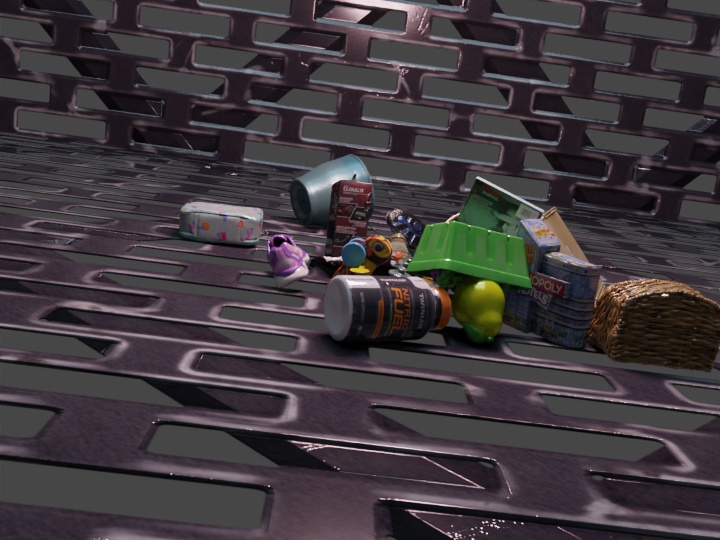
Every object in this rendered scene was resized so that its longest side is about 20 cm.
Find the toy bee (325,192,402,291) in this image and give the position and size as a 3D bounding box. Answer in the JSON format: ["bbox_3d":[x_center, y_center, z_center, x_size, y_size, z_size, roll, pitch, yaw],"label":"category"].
[{"bbox_3d":[0.017,-0.024,1.540,0.108,0.201,0.131,27,36,5],"label":"toy bee"}]

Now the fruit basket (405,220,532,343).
[{"bbox_3d":[0.195,0.028,1.434,0.214,0.218,0.155,1,-2,-28],"label":"fruit basket"}]

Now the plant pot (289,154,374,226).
[{"bbox_3d":[-0.090,-0.211,2.308,0.187,0.202,0.200,-17,23,-28],"label":"plant pot"}]

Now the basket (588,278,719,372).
[{"bbox_3d":[0.516,0.082,1.441,0.198,0.144,0.149,7,13,-6],"label":"basket"}]

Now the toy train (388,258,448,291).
[{"bbox_3d":[0.107,0.036,1.551,0.113,0.086,0.200,19,14,8],"label":"toy train"}]

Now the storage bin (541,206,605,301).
[{"bbox_3d":[0.391,-0.012,1.634,0.093,0.201,0.198,-33,-3,23],"label":"storage bin"}]

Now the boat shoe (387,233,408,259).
[{"bbox_3d":[0.076,-0.041,1.831,0.073,0.064,0.201,6,-3,1],"label":"boat shoe"}]

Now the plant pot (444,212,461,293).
[{"bbox_3d":[0.244,-0.017,1.731,0.199,0.202,0.093,6,-24,-8],"label":"plant pot"}]

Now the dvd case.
[{"bbox_3d":[0.244,-0.058,1.567,0.145,0.201,0.022,29,23,14],"label":"dvd case"}]

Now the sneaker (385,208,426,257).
[{"bbox_3d":[0.127,-0.060,1.865,0.200,0.076,0.077,43,-28,-16],"label":"sneaker"}]

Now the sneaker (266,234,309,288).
[{"bbox_3d":[-0.152,-0.035,1.632,0.080,0.089,0.200,-25,15,-1],"label":"sneaker"}]

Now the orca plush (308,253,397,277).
[{"bbox_3d":[0.000,0.000,1.658,0.199,0.105,0.071,12,42,-39],"label":"orca plush"}]

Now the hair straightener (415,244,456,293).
[{"bbox_3d":[0.188,0.018,1.556,0.200,0.041,0.077,46,20,7],"label":"hair straightener"}]

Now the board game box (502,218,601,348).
[{"bbox_3d":[0.332,0.016,1.482,0.061,0.201,0.200,-6,19,-36],"label":"board game box"}]

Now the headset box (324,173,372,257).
[{"bbox_3d":[-0.028,-0.111,1.779,0.074,0.202,0.149,6,0,-9],"label":"headset box"}]

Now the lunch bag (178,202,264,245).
[{"bbox_3d":[-0.326,-0.113,1.943,0.198,0.078,0.160,7,11,-6],"label":"lunch bag"}]

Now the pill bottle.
[{"bbox_3d":[0.049,0.061,1.329,0.199,0.107,0.106,1,14,-28],"label":"pill bottle"}]
